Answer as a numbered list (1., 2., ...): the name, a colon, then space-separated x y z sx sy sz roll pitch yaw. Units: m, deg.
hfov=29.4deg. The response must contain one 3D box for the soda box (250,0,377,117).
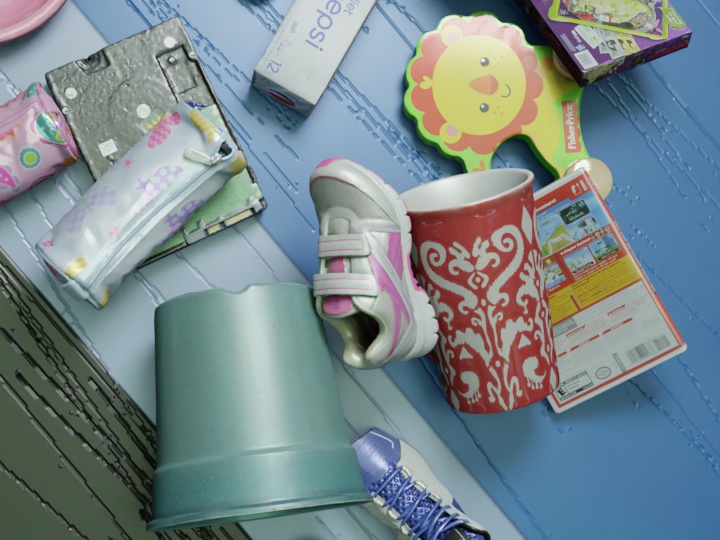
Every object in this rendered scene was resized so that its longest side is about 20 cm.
1. soda box: -0.027 -0.250 1.310 0.068 0.063 0.200 29 81 -5

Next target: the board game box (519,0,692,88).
1. board game box: 0.215 -0.272 1.324 0.120 0.032 0.200 -23 61 -8

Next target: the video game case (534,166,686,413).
1. video game case: 0.201 0.021 1.314 0.143 0.017 0.200 -29 95 19

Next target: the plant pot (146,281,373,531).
1. plant pot: -0.100 0.120 1.215 0.200 0.200 0.196 -6 80 -10

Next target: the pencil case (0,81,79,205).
1. pencil case: -0.355 -0.091 1.227 0.200 0.087 0.088 -27 91 -8

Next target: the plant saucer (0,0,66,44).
1. plant saucer: -0.356 -0.301 1.265 0.200 0.051 0.201 1 86 -10

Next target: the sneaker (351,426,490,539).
1. sneaker: 0.065 0.229 1.265 0.081 0.115 0.199 -43 93 -11

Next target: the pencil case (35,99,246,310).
1. pencil case: -0.193 -0.057 1.218 0.200 0.091 0.083 -45 134 -8

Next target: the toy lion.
1. toy lion: 0.138 -0.152 1.337 0.191 0.069 0.200 -5 87 -3

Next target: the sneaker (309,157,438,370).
1. sneaker: 0.000 0.000 1.198 0.088 0.081 0.200 -34 106 -46

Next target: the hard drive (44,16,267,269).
1. hard drive: -0.190 -0.119 1.287 0.140 0.038 0.200 -26 90 -10

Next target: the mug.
1. mug: 0.103 0.017 1.281 0.133 0.177 0.200 -21 106 -27
